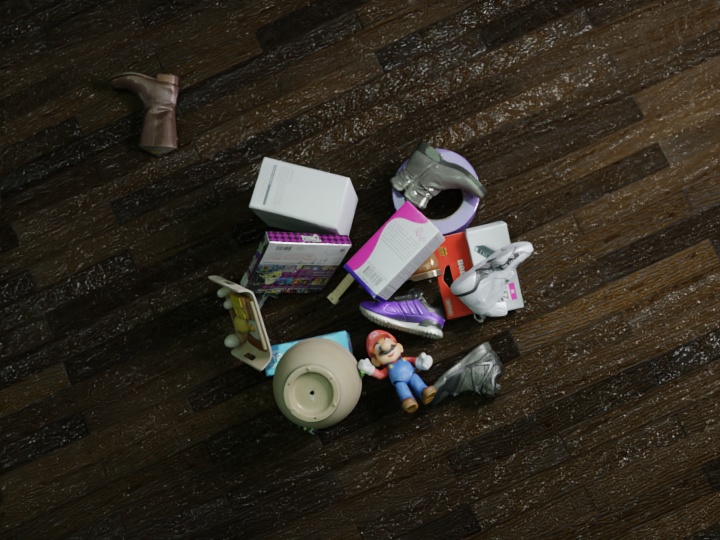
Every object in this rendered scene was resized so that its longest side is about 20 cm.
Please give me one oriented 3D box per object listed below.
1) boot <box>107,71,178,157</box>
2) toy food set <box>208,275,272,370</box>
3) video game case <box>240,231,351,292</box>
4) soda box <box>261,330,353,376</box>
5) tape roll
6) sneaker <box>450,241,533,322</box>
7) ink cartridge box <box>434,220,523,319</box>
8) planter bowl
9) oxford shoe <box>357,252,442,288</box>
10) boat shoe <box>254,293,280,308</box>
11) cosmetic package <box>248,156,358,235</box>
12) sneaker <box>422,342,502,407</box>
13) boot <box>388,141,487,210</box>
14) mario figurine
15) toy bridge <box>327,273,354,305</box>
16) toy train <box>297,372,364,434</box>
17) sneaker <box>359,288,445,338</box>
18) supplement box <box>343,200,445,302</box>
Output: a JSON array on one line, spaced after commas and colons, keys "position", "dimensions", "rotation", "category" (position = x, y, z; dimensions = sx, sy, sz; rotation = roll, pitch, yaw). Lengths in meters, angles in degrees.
[{"position": [-0.538, -0.381, 1.859], "dimensions": [0.186, 0.064, 0.201], "rotation": [1, 87, 8], "category": "boot"}, {"position": [-0.276, 0.115, 1.685], "dimensions": [0.060, 0.143, 0.201], "rotation": [-27, 116, -30], "category": "toy food set"}, {"position": [-0.144, -0.014, 1.668], "dimensions": [0.200, 0.181, 0.036], "rotation": [0, 52, -30], "category": "video game case"}, {"position": [-0.120, 0.192, 1.733], "dimensions": [0.199, 0.064, 0.068], "rotation": [-12, 81, 4], "category": "soda box"}, {"position": [0.174, -0.173, 1.747], "dimensions": [0.199, 0.085, 0.201], "rotation": [-1, 83, 5], "category": "tape roll"}, {"position": [0.306, 0.026, 1.649], "dimensions": [0.200, 0.075, 0.115], "rotation": [-33, 101, 12], "category": "sneaker"}, {"position": [0.261, 0.005, 1.702], "dimensions": [0.173, 0.044, 0.201], "rotation": [-14, 102, 2], "category": "ink cartridge box"}, {"position": [-0.098, 0.253, 1.631], "dimensions": [0.200, 0.135, 0.201], "rotation": [0, 92, 2], "category": "planter bowl"}, {"position": [0.085, 0.001, 1.727], "dimensions": [0.199, 0.071, 0.071], "rotation": [-15, 86, 16], "category": "oxford shoe"}, {"position": [-0.213, 0.038, 1.768], "dimensions": [0.071, 0.072, 0.200], "rotation": [44, 99, 1], "category": "boat shoe"}, {"position": [-0.121, -0.154, 1.713], "dimensions": [0.199, 0.199, 0.123], "rotation": [16, 84, 7], "category": "cosmetic package"}, {"position": [0.237, 0.261, 1.683], "dimensions": [0.199, 0.076, 0.114], "rotation": [-36, 74, -6], "category": "sneaker"}, {"position": [0.171, -0.184, 1.681], "dimensions": [0.200, 0.068, 0.131], "rotation": [36, 91, 16], "category": "boot"}, {"position": [0.077, 0.209, 1.662], "dimensions": [0.200, 0.123, 0.106], "rotation": [52, 128, 29], "category": "mario figurine"}, {"position": [0.000, 0.000, 1.747], "dimensions": [0.200, 0.067, 0.027], "rotation": [-45, 80, -1], "category": "toy bridge"}, {"position": [-0.066, 0.292, 1.728], "dimensions": [0.056, 0.042, 0.200], "rotation": [41, 88, -2], "category": "toy train"}, {"position": [0.100, 0.085, 1.731], "dimensions": [0.200, 0.070, 0.100], "rotation": [16, 77, 3], "category": "sneaker"}, {"position": [0.076, -0.039, 1.646], "dimensions": [0.200, 0.103, 0.101], "rotation": [-46, 73, 5], "category": "supplement box"}]
